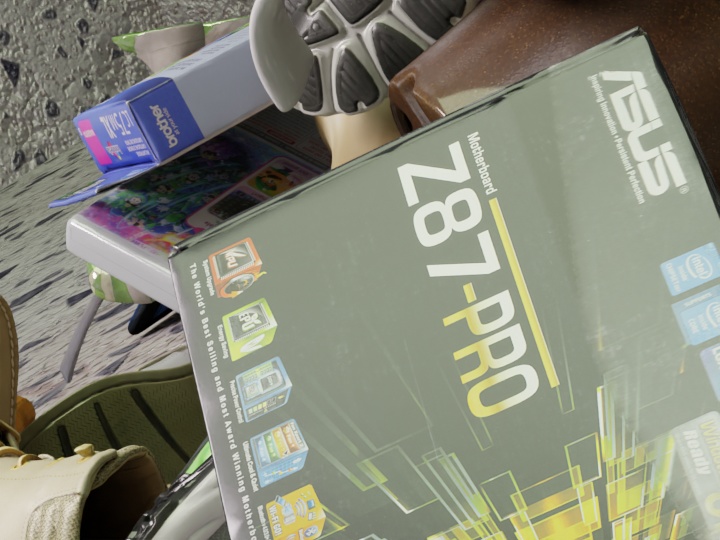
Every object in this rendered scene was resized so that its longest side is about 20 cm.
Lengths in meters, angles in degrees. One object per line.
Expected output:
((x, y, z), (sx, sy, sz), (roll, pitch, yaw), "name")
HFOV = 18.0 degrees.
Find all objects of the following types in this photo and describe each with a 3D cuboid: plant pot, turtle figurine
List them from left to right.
((-0.098, -0.036, 1.252), (0.144, 0.194, 0.200), (-10, 5, -24), "turtle figurine")
((0.132, -0.074, 0.945), (0.198, 0.200, 0.200), (-36, 11, -5), "plant pot")

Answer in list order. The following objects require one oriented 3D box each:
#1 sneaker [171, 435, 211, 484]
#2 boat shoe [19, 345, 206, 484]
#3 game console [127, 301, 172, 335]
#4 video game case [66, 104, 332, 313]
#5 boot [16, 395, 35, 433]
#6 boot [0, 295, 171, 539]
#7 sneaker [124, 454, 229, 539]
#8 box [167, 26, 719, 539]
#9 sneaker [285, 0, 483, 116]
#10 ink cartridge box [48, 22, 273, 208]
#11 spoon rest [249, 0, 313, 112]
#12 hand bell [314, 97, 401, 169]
((-0.024, 0.061, 0.878), (0.200, 0.077, 0.084), (-48, 6, -19), "sneaker")
((-0.085, 0.076, 1.080), (0.200, 0.075, 0.068), (-25, -8, -24), "boat shoe")
((-0.041, -0.020, 1.569), (0.170, 0.119, 0.200), (20, 39, 33), "game console")
((-0.008, -0.015, 1.098), (0.200, 0.024, 0.182), (28, 42, 25), "video game case")
((-0.286, 0.134, 1.336), (0.201, 0.071, 0.144), (-24, 4, 2), "boot")
((-0.140, 0.083, 0.945), (0.155, 0.073, 0.200), (-18, 53, 37), "boot")
((-0.033, 0.094, 0.776), (0.200, 0.079, 0.074), (-50, 5, 7), "sneaker")
((0.040, 0.046, 0.628), (0.161, 0.049, 0.200), (-23, 51, 11), "box")
((0.043, -0.139, 1.008), (0.200, 0.081, 0.083), (-39, -11, 12), "sneaker")
((-0.064, -0.094, 1.119), (0.200, 0.042, 0.119), (-33, 10, -16), "ink cartridge box")
((0.031, -0.128, 0.897), (0.200, 0.061, 0.099), (-24, 33, 32), "spoon rest")
((0.000, 0.000, 1.009), (0.104, 0.104, 0.200), (-19, 36, 38), "hand bell")
